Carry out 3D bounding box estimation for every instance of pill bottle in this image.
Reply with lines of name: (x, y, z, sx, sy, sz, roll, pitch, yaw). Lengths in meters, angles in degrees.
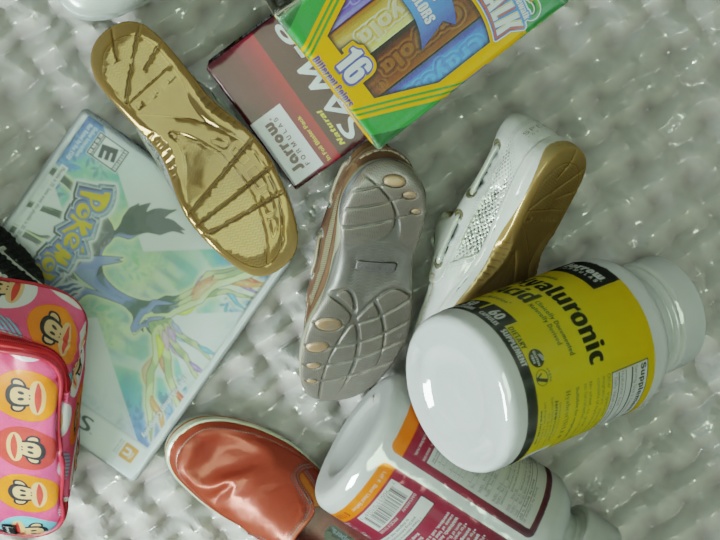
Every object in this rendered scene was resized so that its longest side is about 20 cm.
pill bottle: (0.077, 0.168, 1.447, 0.200, 0.110, 0.110, 33, 95, -11)
pill bottle: (0.138, 0.056, 1.402, 0.199, 0.111, 0.112, -19, 100, -36)

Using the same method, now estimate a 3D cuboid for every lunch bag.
lunch bag: (-0.278, 0.088, 1.400, 0.175, 0.082, 0.201, 9, 133, 0)

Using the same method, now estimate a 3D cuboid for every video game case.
video game case: (-0.178, 0.019, 1.465, 0.182, 0.022, 0.200, 35, 95, -6)

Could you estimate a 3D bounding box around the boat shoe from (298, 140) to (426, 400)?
boat shoe: (0.000, 0.000, 1.441, 0.075, 0.072, 0.201, 9, 120, -17)

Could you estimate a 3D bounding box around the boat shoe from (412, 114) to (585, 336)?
boat shoe: (0.084, -0.017, 1.445, 0.069, 0.071, 0.201, 43, 113, 34)

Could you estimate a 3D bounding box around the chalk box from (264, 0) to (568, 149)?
chalk box: (0.040, -0.202, 1.313, 0.200, 0.125, 0.124, -36, 124, 3)

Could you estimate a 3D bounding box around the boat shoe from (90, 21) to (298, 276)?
boat shoe: (-0.108, -0.087, 1.429, 0.071, 0.069, 0.200, -34, 92, 4)

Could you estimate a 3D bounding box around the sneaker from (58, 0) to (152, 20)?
sneaker: (-0.124, -0.236, 1.378, 0.198, 0.130, 0.080, -28, 97, 2)

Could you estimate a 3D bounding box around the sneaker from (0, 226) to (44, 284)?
sneaker: (-0.311, -0.033, 1.420, 0.080, 0.074, 0.200, -45, 82, 19)

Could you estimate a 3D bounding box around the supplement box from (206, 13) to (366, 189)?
supplement box: (0.003, -0.159, 1.429, 0.200, 0.061, 0.109, -37, 98, 4)

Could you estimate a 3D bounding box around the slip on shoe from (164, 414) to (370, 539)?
slip on shoe: (-0.052, 0.170, 1.471, 0.200, 0.061, 0.074, 36, 97, -5)
